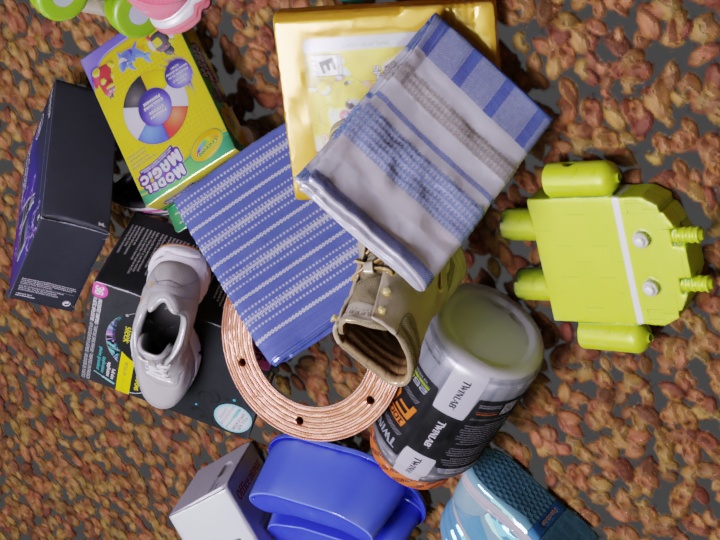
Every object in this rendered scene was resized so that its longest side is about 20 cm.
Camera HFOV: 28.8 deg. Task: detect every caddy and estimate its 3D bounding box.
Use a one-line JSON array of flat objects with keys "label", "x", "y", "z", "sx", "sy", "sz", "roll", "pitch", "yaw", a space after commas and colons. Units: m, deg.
[{"label": "caddy", "x": -0.024, "y": 0.248, "z": 1.550, "sx": 0.198, "sy": 0.105, "sz": 0.142, "roll": 11, "pitch": 143, "yaw": 29}]

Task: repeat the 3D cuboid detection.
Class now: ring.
[{"label": "ring", "x": -0.046, "y": 0.067, "z": 1.363, "sx": 0.198, "sy": 0.019, "sz": 0.203, "roll": 5, "pitch": 101, "yaw": 23}]

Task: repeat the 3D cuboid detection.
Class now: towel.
[{"label": "towel", "x": 0.057, "y": -0.100, "z": 1.183, "sx": 0.147, "sy": 0.201, "sz": 0.024, "roll": 41, "pitch": 167, "yaw": -9}, {"label": "towel", "x": -0.072, "y": -0.026, "z": 1.327, "sx": 0.201, "sy": 0.144, "sz": 0.024, "roll": 57, "pitch": -178, "yaw": 19}]

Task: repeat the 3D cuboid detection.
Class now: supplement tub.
[{"label": "supplement tub", "x": 0.087, "y": 0.119, "z": 1.366, "sx": 0.122, "sy": 0.122, "sz": 0.201, "roll": 39, "pitch": 133, "yaw": 13}]

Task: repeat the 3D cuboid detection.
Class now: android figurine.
[{"label": "android figurine", "x": 0.218, "y": -0.012, "z": 1.241, "sx": 0.198, "sy": 0.041, "sz": 0.184, "roll": 4, "pitch": 118, "yaw": 39}]

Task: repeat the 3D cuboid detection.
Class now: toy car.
[{"label": "toy car", "x": -0.254, "y": -0.351, "z": 1.346, "sx": 0.164, "sy": 0.156, "sz": 0.202, "roll": 43, "pitch": 118, "yaw": 48}]

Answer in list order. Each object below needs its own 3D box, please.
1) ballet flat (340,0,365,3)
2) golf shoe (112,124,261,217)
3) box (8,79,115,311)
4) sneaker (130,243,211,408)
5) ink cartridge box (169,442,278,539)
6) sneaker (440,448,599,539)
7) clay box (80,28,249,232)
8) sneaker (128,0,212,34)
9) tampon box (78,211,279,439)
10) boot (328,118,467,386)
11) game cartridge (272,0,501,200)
[{"label": "ballet flat", "x": -0.076, "y": -0.294, "z": 1.293, "sx": 0.198, "sy": 0.069, "sz": 0.072, "roll": 16, "pitch": 105, "yaw": 31}, {"label": "golf shoe", "x": -0.180, "y": -0.098, "z": 1.462, "sx": 0.199, "sy": 0.092, "sz": 0.073, "roll": -22, "pitch": 78, "yaw": 42}, {"label": "box", "x": -0.321, "y": -0.082, "z": 1.519, "sx": 0.078, "sy": 0.202, "sz": 0.141, "roll": 15, "pitch": 137, "yaw": -23}, {"label": "sneaker", "x": -0.198, "y": 0.073, "z": 1.372, "sx": 0.075, "sy": 0.092, "sz": 0.201, "roll": 14, "pitch": 130, "yaw": 3}, {"label": "ink cartridge box", "x": -0.125, "y": 0.323, "z": 1.633, "sx": 0.082, "sy": 0.146, "sz": 0.201, "roll": -27, "pitch": 98, "yaw": 14}, {"label": "sneaker", "x": 0.164, "y": 0.290, "z": 1.442, "sx": 0.200, "sy": 0.079, "sz": 0.131, "roll": 47, "pitch": 134, "yaw": 19}, {"label": "clay box", "x": -0.189, "y": -0.152, "z": 1.404, "sx": 0.114, "sy": 0.048, "sz": 0.202, "roll": -31, "pitch": 75, "yaw": 16}, {"label": "sneaker", "x": -0.147, "y": -0.313, "z": 1.259, "sx": 0.073, "sy": 0.087, "sz": 0.201, "roll": 32, "pitch": 94, "yaw": 40}, {"label": "tampon box", "x": -0.179, "y": 0.058, "z": 1.497, "sx": 0.198, "sy": 0.127, "sz": 0.151, "roll": 19, "pitch": 131, "yaw": 1}, {"label": "boot", "x": 0.013, "y": -0.016, "z": 1.219, "sx": 0.072, "sy": 0.156, "sz": 0.201, "roll": -8, "pitch": 127, "yaw": 35}, {"label": "game cartridge", "x": 0.028, "y": -0.150, "z": 1.255, "sx": 0.198, "sy": 0.032, "sz": 0.178, "roll": -1, "pitch": 114, "yaw": 14}]
